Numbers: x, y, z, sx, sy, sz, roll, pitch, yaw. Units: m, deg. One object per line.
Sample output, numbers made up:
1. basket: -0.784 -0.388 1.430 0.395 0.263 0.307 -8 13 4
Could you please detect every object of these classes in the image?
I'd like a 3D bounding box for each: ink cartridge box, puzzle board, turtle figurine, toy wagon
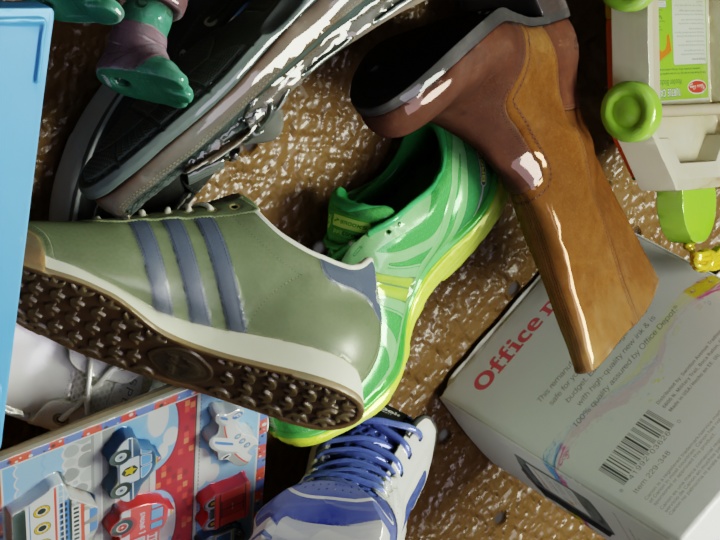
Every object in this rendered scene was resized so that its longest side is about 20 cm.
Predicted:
1. ink cartridge box: 0.167 0.077 1.384 0.148 0.200 0.086 -47 133 -11
2. puzzle board: -0.114 0.132 1.250 0.150 0.017 0.201 -22 143 -22
3. turtle figurine: -0.079 -0.183 1.104 0.149 0.100 0.201 34 65 -33
4. toy wagon: 0.174 -0.099 1.363 0.155 0.039 0.202 -7 97 -59

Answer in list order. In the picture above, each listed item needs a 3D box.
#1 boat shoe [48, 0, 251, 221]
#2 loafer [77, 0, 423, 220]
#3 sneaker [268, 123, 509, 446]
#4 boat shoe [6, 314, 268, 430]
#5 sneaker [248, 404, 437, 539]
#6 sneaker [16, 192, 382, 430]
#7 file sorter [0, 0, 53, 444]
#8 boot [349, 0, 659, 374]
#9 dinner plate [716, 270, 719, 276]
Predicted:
1. boat shoe: -0.084 -0.079 1.203 0.068 0.057 0.201 26 93 -43
2. loafer: -0.041 -0.089 1.149 0.200 0.072 0.063 -46 112 -6
3. sneaker: 0.000 0.000 1.304 0.084 0.074 0.201 45 69 -39
4. boat shoe: -0.126 0.051 1.221 0.199 0.069 0.071 10 111 -40
5. sneaker: -0.009 0.116 1.319 0.200 0.080 0.116 75 27 -73
6. sneaker: -0.082 0.002 1.180 0.067 0.199 0.090 118 -9 -59
7. file sorter: -0.230 -0.030 1.063 0.138 0.122 0.201 -5 113 -37
8. boot: 0.078 -0.039 1.284 0.188 0.068 0.201 -44 118 -59
9. dinner plate: 0.241 0.073 1.564 0.199 0.024 0.201 -19 122 -32
